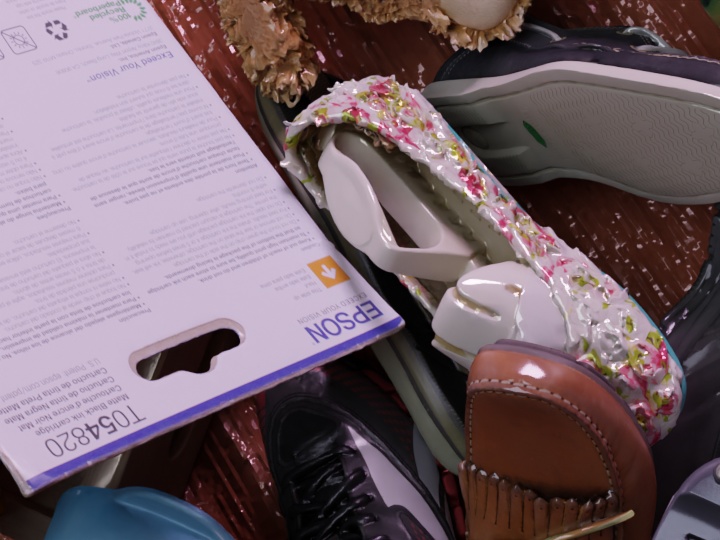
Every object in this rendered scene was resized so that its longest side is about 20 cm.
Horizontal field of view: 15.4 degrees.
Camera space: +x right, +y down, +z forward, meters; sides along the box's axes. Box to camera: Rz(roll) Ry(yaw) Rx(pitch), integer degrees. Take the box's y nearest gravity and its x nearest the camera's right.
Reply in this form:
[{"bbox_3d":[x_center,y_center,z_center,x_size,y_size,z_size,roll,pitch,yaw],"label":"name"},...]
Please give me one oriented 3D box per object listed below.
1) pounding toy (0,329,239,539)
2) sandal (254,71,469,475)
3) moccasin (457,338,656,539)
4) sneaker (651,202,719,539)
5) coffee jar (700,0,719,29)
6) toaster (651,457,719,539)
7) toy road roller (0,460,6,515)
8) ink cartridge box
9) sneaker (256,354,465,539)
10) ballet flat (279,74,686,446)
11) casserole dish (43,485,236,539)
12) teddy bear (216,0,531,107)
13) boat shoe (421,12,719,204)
[{"bbox_3d":[-0.156,0.037,1.167,0.183,0.142,0.201,22,96,14],"label":"pounding toy"},{"bbox_3d":[0.000,0.001,1.110,0.057,0.080,0.202,-36,68,33],"label":"sandal"},{"bbox_3d":[0.065,0.105,0.980,0.073,0.202,0.078,17,50,17],"label":"moccasin"},{"bbox_3d":[0.158,0.035,1.024,0.090,0.076,0.201,28,98,22],"label":"sneaker"},{"bbox_3d":[0.135,-0.170,1.014,0.104,0.085,0.200,-41,100,14],"label":"coffee jar"},{"bbox_3d":[0.190,0.147,0.934,0.199,0.129,0.114,20,79,22],"label":"toaster"},{"bbox_3d":[-0.170,0.078,1.038,0.145,0.123,0.201,-25,84,2],"label":"toy road roller"},{"bbox_3d":[-0.113,-0.014,0.999,0.200,0.199,0.041,51,134,18],"label":"ink cartridge box"},{"bbox_3d":[0.003,0.114,1.077,0.071,0.098,0.201,-34,67,21],"label":"sneaker"},{"bbox_3d":[0.037,0.001,1.014,0.200,0.064,0.076,45,125,30],"label":"ballet flat"},{"bbox_3d":[-0.079,0.170,1.073,0.121,0.201,0.039,20,47,21],"label":"casserole dish"},{"bbox_3d":[-0.013,-0.145,1.082,0.199,0.067,0.146,-12,94,25],"label":"teddy bear"},{"bbox_3d":[0.099,-0.072,1.037,0.068,0.072,0.200,-49,28,-19],"label":"boat shoe"}]
